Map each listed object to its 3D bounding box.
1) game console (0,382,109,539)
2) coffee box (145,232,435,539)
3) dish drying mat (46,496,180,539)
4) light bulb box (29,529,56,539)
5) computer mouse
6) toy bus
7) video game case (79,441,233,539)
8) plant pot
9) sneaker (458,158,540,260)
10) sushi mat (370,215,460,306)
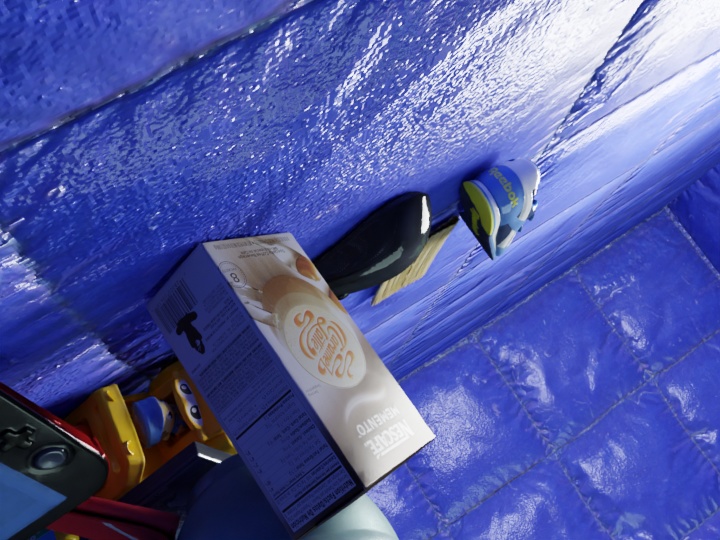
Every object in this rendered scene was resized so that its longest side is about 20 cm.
[{"bbox_3d":[-0.287,0.152,0.507,0.199,0.031,0.177,-34,144,-3],"label":"game console"},{"bbox_3d":[-0.050,0.076,0.570,0.080,0.200,0.114,-43,166,27],"label":"coffee box"},{"bbox_3d":[-0.245,0.192,0.614,0.199,0.018,0.077,15,143,-8],"label":"dish drying mat"},{"bbox_3d":[-0.350,0.370,0.933,0.124,0.201,0.198,-31,167,-16],"label":"light bulb box"},{"bbox_3d":[0.000,0.000,0.769,0.200,0.053,0.138,-39,166,21],"label":"computer mouse"},{"bbox_3d":[-0.212,0.160,0.705,0.200,0.136,0.192,-40,151,20],"label":"toy bus"},{"bbox_3d":[-0.133,0.228,0.718,0.143,0.019,0.200,-38,139,13],"label":"video game case"},{"bbox_3d":[-0.071,0.231,0.635,0.199,0.134,0.201,-17,136,-17],"label":"plant pot"},{"bbox_3d":[0.162,-0.069,0.884,0.082,0.074,0.200,-35,169,-2],"label":"sneaker"},{"bbox_3d":[0.066,-0.009,1.004,0.095,0.012,0.200,-28,166,-17],"label":"sushi mat"}]
